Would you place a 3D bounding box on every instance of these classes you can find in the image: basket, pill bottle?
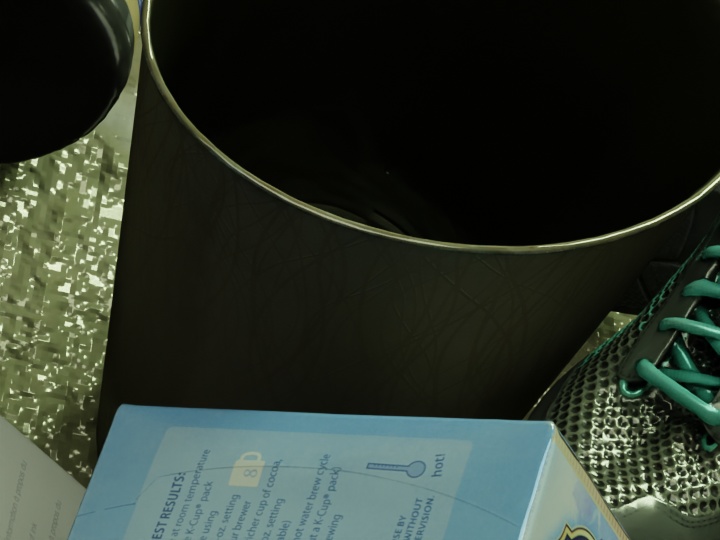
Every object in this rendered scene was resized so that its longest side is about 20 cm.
[{"bbox_3d":[0.000,0.000,0.848,0.180,0.200,0.136,-7,56,-25],"label":"basket"},{"bbox_3d":[-0.118,-0.142,0.978,0.111,0.112,0.201,15,48,-9],"label":"pill bottle"}]

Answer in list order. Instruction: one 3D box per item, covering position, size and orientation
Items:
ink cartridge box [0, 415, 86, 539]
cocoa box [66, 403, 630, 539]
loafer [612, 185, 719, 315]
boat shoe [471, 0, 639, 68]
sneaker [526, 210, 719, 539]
[{"bbox_3d":[-0.143,0.100,0.747,0.200,0.043,0.199,46,38,-34],"label":"ink cartridge box"},{"bbox_3d":[-0.011,0.149,0.712,0.133,0.131,0.201,1,56,29],"label":"cocoa box"},{"bbox_3d":[0.128,-0.029,0.965,0.199,0.072,0.063,0,35,31],"label":"loafer"},{"bbox_3d":[0.044,-0.068,0.934,0.068,0.200,0.072,41,65,-1],"label":"boat shoe"},{"bbox_3d":[0.108,0.012,0.815,0.077,0.091,0.200,30,47,22],"label":"sneaker"}]
